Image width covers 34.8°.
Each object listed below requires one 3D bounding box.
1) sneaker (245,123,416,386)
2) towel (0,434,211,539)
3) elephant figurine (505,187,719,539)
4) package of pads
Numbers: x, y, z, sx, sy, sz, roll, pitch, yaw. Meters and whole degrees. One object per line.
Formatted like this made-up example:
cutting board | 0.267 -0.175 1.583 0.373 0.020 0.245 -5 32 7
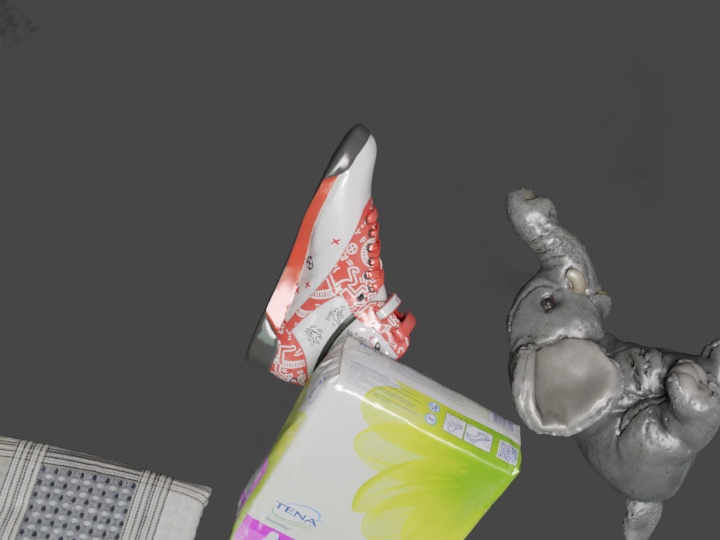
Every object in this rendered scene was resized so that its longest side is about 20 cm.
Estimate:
sneaker | 0.000 0.000 0.851 0.108 0.067 0.202 23 104 -1
towel | -0.230 0.226 0.860 0.192 0.200 0.035 15 145 1
elephant figurine | 0.159 0.066 0.834 0.200 0.155 0.142 27 144 9
package of pads | 0.004 0.157 0.847 0.154 0.068 0.200 28 121 -6
